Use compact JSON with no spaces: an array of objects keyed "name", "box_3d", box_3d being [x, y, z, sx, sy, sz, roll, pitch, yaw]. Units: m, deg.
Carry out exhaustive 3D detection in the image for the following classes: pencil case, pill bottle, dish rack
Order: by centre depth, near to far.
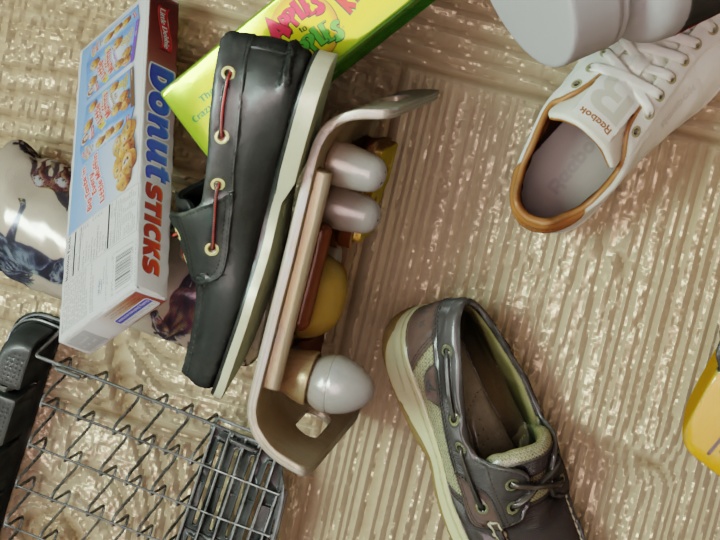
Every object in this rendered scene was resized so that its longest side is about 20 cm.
[{"name":"pill bottle","box_3d":[0.162,-0.182,0.970,0.200,0.114,0.114,-27,94,-16]},{"name":"pencil case","box_3d":[-0.133,-0.013,1.128,0.199,0.090,0.078,20,132,9]},{"name":"dish rack","box_3d":[-0.144,0.130,1.170,0.199,0.055,0.154,21,105,6]}]

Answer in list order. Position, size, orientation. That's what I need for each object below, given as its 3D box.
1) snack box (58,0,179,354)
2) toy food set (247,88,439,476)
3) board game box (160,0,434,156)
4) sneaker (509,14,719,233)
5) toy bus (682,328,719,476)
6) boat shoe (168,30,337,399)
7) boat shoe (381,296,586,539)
[{"name":"snack box","box_3d":[-0.131,-0.057,1.068,0.024,0.201,0.072,24,140,-33]},{"name":"toy food set","box_3d":[0.000,0.000,1.066,0.060,0.143,0.201,17,103,9]},{"name":"board game box","box_3d":[-0.007,-0.143,1.062,0.200,0.102,0.048,-37,92,16]},{"name":"sneaker","box_3d":[0.150,-0.098,1.046,0.073,0.085,0.200,35,103,6]},{"name":"toy bus","box_3d":[0.251,0.025,1.055,0.078,0.065,0.200,37,106,3]},{"name":"boat shoe","box_3d":[-0.066,-0.028,1.019,0.063,0.074,0.202,15,115,1]},{"name":"boat shoe","box_3d":[0.079,0.108,1.097,0.065,0.073,0.200,-25,95,55]}]
